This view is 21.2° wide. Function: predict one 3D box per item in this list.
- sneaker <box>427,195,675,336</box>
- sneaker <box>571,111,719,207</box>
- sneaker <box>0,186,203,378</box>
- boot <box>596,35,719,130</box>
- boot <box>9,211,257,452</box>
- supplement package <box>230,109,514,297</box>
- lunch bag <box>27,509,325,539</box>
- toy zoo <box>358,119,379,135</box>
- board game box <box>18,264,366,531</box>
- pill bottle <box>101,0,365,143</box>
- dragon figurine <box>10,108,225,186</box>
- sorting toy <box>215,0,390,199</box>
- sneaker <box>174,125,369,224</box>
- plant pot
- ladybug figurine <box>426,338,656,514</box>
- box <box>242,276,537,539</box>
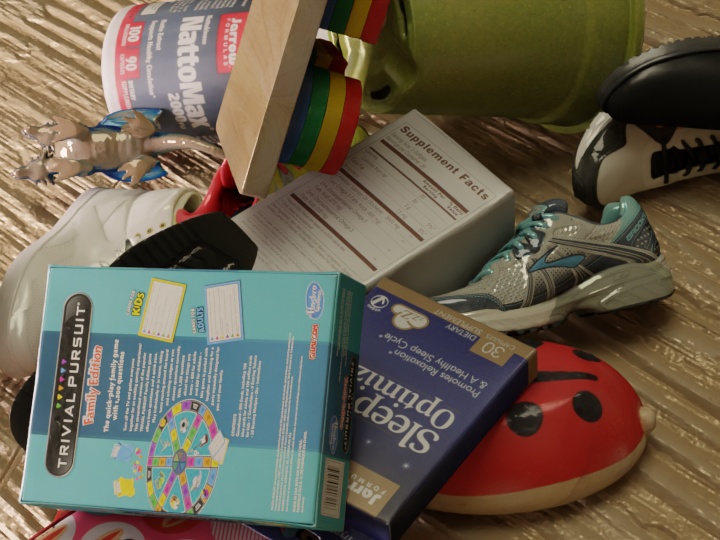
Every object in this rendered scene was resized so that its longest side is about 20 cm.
[{"bbox_3d":[0.119,-0.001,1.338,0.200,0.086,0.078,-13,-2,-26],"label":"sneaker"},{"bbox_3d":[0.248,-0.103,1.463,0.200,0.074,0.080,-30,46,-19],"label":"sneaker"},{"bbox_3d":[-0.187,0.001,1.436,0.115,0.074,0.200,-3,39,28],"label":"sneaker"},{"bbox_3d":[0.282,-0.076,1.382,0.165,0.066,0.200,-16,62,-13],"label":"boot"},{"bbox_3d":[-0.152,0.040,1.309,0.200,0.138,0.077,-41,89,-1],"label":"boot"},{"bbox_3d":[0.000,0.000,1.361,0.200,0.117,0.117,-32,53,-22],"label":"supplement package"},{"bbox_3d":[-0.127,0.188,1.210,0.200,0.082,0.176,-30,46,-24],"label":"lunch bag"},{"bbox_3d":[-0.039,-0.046,1.505,0.131,0.020,0.200,28,54,37],"label":"toy zoo"},{"bbox_3d":[-0.102,0.076,1.174,0.200,0.047,0.151,2,79,22],"label":"board game box"},{"bbox_3d":[-0.097,-0.164,1.563,0.200,0.120,0.120,-3,41,21],"label":"pill bottle"},{"bbox_3d":[-0.186,-0.097,1.517,0.200,0.059,0.099,-4,6,6],"label":"dragon figurine"},{"bbox_3d":[-0.033,-0.161,1.341,0.070,0.199,0.200,15,14,-14],"label":"sorting toy"},{"bbox_3d":[-0.063,-0.060,1.433,0.078,0.090,0.200,7,42,42],"label":"sneaker"},{"bbox_3d":[0.082,-0.194,1.469,0.184,0.201,0.200,-9,36,-29],"label":"plant pot"},{"bbox_3d":[0.094,0.096,1.274,0.200,0.072,0.136,-5,41,7],"label":"ladybug figurine"},{"bbox_3d":[0.008,0.096,1.206,0.121,0.032,0.200,25,54,25],"label":"box"}]
